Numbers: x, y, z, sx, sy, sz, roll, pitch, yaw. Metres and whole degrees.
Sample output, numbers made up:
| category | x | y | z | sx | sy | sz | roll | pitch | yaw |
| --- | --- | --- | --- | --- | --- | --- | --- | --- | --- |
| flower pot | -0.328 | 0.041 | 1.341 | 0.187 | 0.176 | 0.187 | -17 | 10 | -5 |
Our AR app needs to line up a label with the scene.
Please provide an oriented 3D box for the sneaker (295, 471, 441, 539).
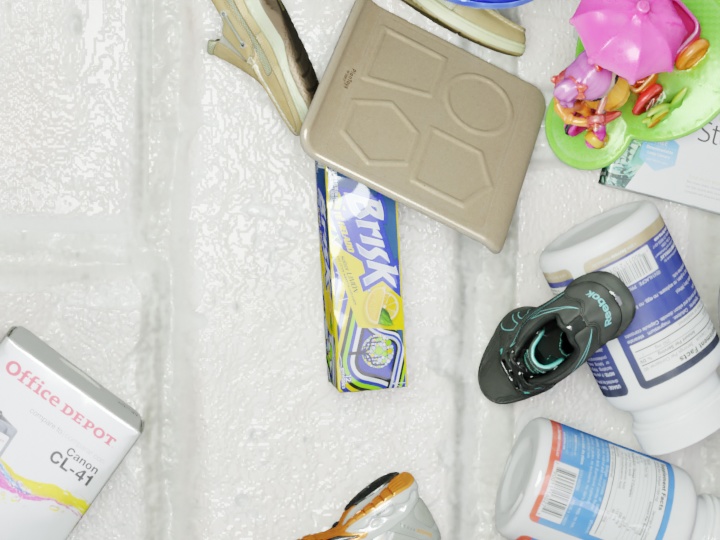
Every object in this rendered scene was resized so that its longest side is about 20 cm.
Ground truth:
| category | x | y | z | sx | sy | sz | roll | pitch | yaw |
| --- | --- | --- | --- | --- | --- | --- | --- | --- | --- |
| sneaker | -0.014 | 0.270 | 1.524 | 0.199 | 0.076 | 0.092 | -35 | 102 | -2 |

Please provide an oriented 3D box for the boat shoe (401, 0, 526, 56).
| category | x | y | z | sx | sy | sz | roll | pitch | yaw |
| --- | --- | --- | --- | --- | --- | --- | --- | --- | --- |
| boat shoe | 0.064 | -0.252 | 1.489 | 0.199 | 0.073 | 0.064 | 31 | 95 | -1 |

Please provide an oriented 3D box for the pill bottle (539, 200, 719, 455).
| category | x | y | z | sx | sy | sz | roll | pitch | yaw |
| --- | --- | --- | --- | --- | --- | --- | --- | --- | --- |
| pill bottle | 0.246 | 0.051 | 1.512 | 0.115 | 0.116 | 0.202 | -27 | 97 | -4 |

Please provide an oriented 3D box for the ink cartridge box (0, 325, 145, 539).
| category | x | y | z | sx | sy | sz | roll | pitch | yaw |
| --- | --- | --- | --- | --- | --- | --- | --- | --- | --- |
| ink cartridge box | -0.299 | 0.171 | 1.475 | 0.147 | 0.086 | 0.201 | 36 | 91 | -8 |

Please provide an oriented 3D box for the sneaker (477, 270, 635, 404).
| category | x | y | z | sx | sy | sz | roll | pitch | yaw |
| --- | --- | --- | --- | --- | --- | --- | --- | --- | --- |
| sneaker | 0.148 | 0.065 | 1.470 | 0.079 | 0.200 | 0.076 | -35 | 83 | -39 |

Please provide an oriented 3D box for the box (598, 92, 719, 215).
| category | x | y | z | sx | sy | sz | roll | pitch | yaw |
| --- | --- | --- | --- | --- | --- | --- | --- | --- | --- |
| box | 0.305 | -0.157 | 1.541 | 0.143 | 0.036 | 0.203 | 13 | 92 | -7 |

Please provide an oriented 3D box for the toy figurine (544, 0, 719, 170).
| category | x | y | z | sx | sy | sz | roll | pitch | yaw |
| --- | --- | --- | --- | --- | --- | --- | --- | --- | --- |
| toy figurine | 0.209 | -0.174 | 1.432 | 0.200 | 0.184 | 0.151 | -43 | 73 | 16 |

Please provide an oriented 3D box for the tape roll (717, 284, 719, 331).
| category | x | y | z | sx | sy | sz | roll | pitch | yaw |
| --- | --- | --- | --- | --- | --- | --- | --- | --- | --- |
| tape roll | 0.410 | 0.034 | 1.519 | 0.198 | 0.066 | 0.203 | 1 | 87 | -28 |

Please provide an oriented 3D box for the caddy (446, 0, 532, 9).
| category | x | y | z | sx | sy | sz | roll | pitch | yaw |
| --- | --- | --- | --- | --- | --- | --- | --- | --- | --- |
| caddy | 0.116 | -0.286 | 1.440 | 0.199 | 0.106 | 0.141 | -29 | 55 | -35 |

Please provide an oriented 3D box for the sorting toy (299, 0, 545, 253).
| category | x | y | z | sx | sy | sz | roll | pitch | yaw |
| --- | --- | --- | --- | --- | --- | --- | --- | --- | --- |
| sorting toy | 0.055 | -0.124 | 1.476 | 0.199 | 0.037 | 0.186 | 29 | 53 | -10 |

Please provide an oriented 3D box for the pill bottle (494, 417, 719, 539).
| category | x | y | z | sx | sy | sz | roll | pitch | yaw |
| --- | --- | --- | --- | --- | --- | --- | --- | --- | --- |
| pill bottle | 0.228 | 0.213 | 1.525 | 0.198 | 0.112 | 0.113 | 21 | 92 | -8 |

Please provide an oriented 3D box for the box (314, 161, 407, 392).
| category | x | y | z | sx | sy | sz | roll | pitch | yaw |
| --- | --- | --- | --- | --- | --- | --- | --- | --- | --- |
| box | 0.000 | 0.000 | 1.502 | 0.063 | 0.070 | 0.203 | -5 | 95 | -9 |

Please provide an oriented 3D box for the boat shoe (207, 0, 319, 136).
| category | x | y | z | sx | sy | sz | roll | pitch | yaw |
| --- | --- | --- | --- | --- | --- | --- | --- | --- | --- |
| boat shoe | -0.096 | -0.201 | 1.483 | 0.075 | 0.072 | 0.202 | -24 | 87 | 8 |
